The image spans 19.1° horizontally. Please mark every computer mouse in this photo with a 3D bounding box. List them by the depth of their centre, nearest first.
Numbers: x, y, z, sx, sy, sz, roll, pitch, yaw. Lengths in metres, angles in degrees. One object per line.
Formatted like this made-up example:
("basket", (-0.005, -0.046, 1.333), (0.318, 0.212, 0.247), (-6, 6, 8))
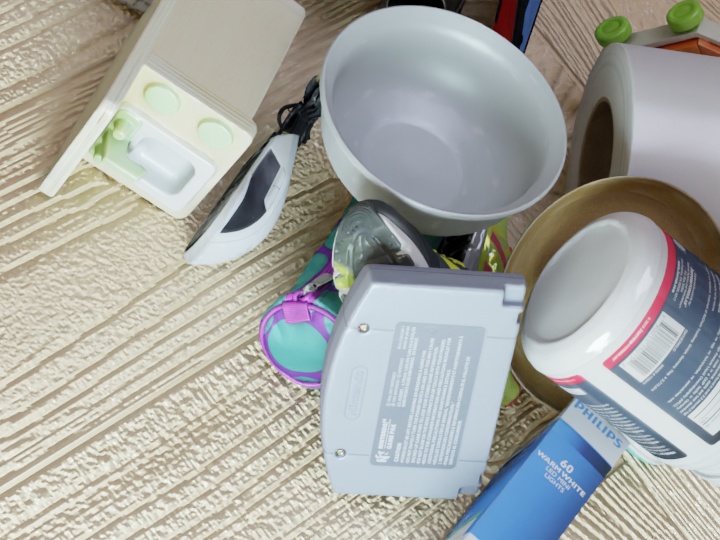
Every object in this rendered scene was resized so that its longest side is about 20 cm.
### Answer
("computer mouse", (-0.071, -0.069, 1.664), (0.044, 0.110, 0.200), (39, 58, -10))

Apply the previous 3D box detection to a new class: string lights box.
("string lights box", (0.113, 0.190, 1.599), (0.059, 0.103, 0.200), (43, 48, 2))

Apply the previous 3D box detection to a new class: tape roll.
("tape roll", (0.262, -0.082, 1.783), (0.139, 0.203, 0.203), (7, 56, -9))

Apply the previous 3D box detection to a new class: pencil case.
("pencil case", (0.000, 0.000, 1.658), (0.085, 0.093, 0.200), (11, 43, 22))

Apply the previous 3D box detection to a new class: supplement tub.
("supplement tub", (0.233, 0.062, 1.613), (0.200, 0.140, 0.141), (36, 47, -23))

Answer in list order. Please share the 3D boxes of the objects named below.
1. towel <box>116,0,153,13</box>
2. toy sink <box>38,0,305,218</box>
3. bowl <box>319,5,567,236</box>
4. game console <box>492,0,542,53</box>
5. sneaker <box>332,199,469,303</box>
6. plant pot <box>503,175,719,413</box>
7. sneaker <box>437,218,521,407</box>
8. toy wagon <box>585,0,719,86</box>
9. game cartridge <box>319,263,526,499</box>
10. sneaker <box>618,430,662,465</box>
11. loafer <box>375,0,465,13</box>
("towel", (-0.165, -0.291, 1.692), (0.200, 0.166, 0.086), (28, 47, -16))
("toy sink", (-0.139, -0.127, 1.626), (0.112, 0.130, 0.200), (33, 48, -11))
("bowl", (0.050, -0.099, 1.636), (0.200, 0.090, 0.202), (12, 54, -16))
("game console", (0.150, -0.267, 1.873), (0.031, 0.177, 0.200), (16, 50, 4))
("sneaker", (0.043, 0.015, 1.588), (0.200, 0.074, 0.085), (59, 35, -34))
("plant pot", (0.197, 0.020, 1.680), (0.199, 0.201, 0.027), (19, 9, -21))
("sneaker", (0.101, 0.024, 1.722), (0.090, 0.078, 0.201), (21, 63, -20))
("toy wagon", (0.301, -0.167, 1.879), (0.155, 0.199, 0.040), (56, 38, -35))
("game cartridge", (0.038, 0.081, 1.551), (0.133, 0.201, 0.041), (2, 36, -12))
("sneaker", (0.283, 0.073, 1.789), (0.077, 0.091, 0.200), (35, 48, -10))
("loafer", (0.056, -0.234, 1.858), (0.075, 0.070, 0.200), (35, 49, -8))
